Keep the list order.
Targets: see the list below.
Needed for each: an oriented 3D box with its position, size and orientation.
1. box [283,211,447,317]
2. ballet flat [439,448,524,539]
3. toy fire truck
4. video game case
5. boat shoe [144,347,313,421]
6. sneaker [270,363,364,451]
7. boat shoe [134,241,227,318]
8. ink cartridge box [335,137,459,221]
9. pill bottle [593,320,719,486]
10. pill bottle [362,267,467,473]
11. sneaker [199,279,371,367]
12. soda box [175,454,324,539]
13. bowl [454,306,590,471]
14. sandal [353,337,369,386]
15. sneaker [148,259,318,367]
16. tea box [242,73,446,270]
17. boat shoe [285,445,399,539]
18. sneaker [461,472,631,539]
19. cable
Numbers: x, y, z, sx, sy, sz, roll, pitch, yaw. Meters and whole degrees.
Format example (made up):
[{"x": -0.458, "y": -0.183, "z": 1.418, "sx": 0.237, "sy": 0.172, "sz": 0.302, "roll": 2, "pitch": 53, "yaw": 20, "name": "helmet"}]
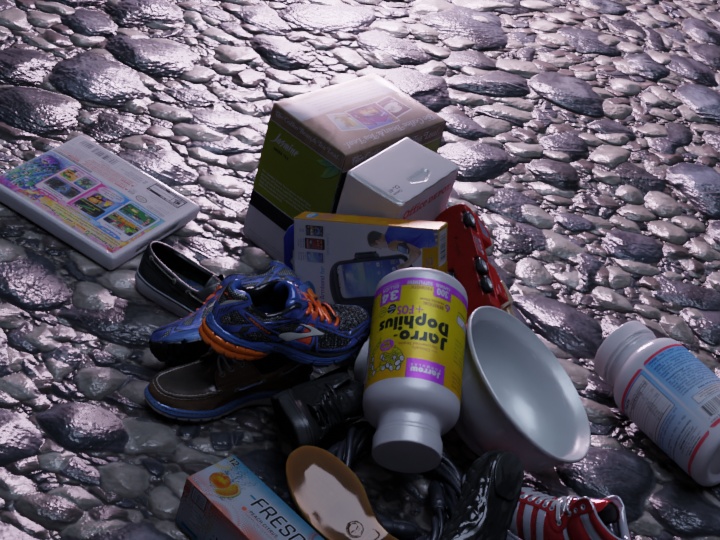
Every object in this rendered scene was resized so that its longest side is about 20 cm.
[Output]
[{"x": 0.000, "y": 0.000, "z": 1.786, "sx": 0.197, "sy": 0.121, "sz": 0.041, "roll": 4, "pitch": 15, "yaw": 18, "name": "box"}, {"x": 0.111, "y": 0.269, "z": 1.581, "sx": 0.066, "sy": 0.057, "sz": 0.201, "roll": 38, "pitch": 59, "yaw": -12, "name": "ballet flat"}, {"x": 0.156, "y": 0.032, "z": 1.875, "sx": 0.141, "sy": 0.048, "sz": 0.202, "roll": 36, "pitch": 34, "yaw": -51, "name": "toy fire truck"}, {"x": -0.329, "y": -0.088, "z": 1.953, "sx": 0.199, "sy": 0.024, "sz": 0.182, "roll": 31, "pitch": 35, "yaw": 17, "name": "video game case"}, {"x": -0.141, "y": 0.108, "z": 1.711, "sx": 0.198, "sy": 0.073, "sz": 0.072, "roll": -9, "pitch": 41, "yaw": -35, "name": "boat shoe"}, {"x": -0.037, "y": 0.141, "z": 1.661, "sx": 0.103, "sy": 0.061, "sz": 0.200, "roll": -17, "pitch": 6, "yaw": -9, "name": "sneaker"}, {"x": -0.173, "y": 0.031, "z": 1.822, "sx": 0.198, "sy": 0.057, "sz": 0.069, "roll": 26, "pitch": 33, "yaw": 12, "name": "boat shoe"}, {"x": 0.027, "y": -0.039, "z": 1.889, "sx": 0.085, "sy": 0.202, "sz": 0.147, "roll": 29, "pitch": 34, "yaw": 20, "name": "ink cartridge box"}, {"x": 0.370, "y": 0.152, "z": 1.861, "sx": 0.108, "sy": 0.110, "sz": 0.200, "roll": -11, "pitch": 43, "yaw": -37, "name": "pill bottle"}, {"x": 0.057, "y": 0.106, "z": 1.659, "sx": 0.103, "sy": 0.105, "sz": 0.202, "roll": 12, "pitch": 57, "yaw": -9, "name": "pill bottle"}, {"x": -0.070, "y": 0.051, "z": 1.678, "sx": 0.198, "sy": 0.079, "sz": 0.075, "roll": 1, "pitch": 34, "yaw": -34, "name": "sneaker"}, {"x": -0.088, "y": 0.268, "z": 1.510, "sx": 0.200, "sy": 0.064, "sz": 0.068, "roll": 39, "pitch": 39, "yaw": 28, "name": "soda box"}, {"x": 0.159, "y": 0.147, "z": 1.751, "sx": 0.200, "sy": 0.090, "sz": 0.202, "roll": 37, "pitch": 30, "yaw": -25, "name": "bowl"}, {"x": 0.026, "y": 0.075, "z": 1.848, "sx": 0.049, "sy": 0.083, "sz": 0.203, "roll": 0, "pitch": 26, "yaw": 23, "name": "sandal"}, {"x": -0.148, "y": 0.049, "z": 1.759, "sx": 0.198, "sy": 0.076, "sz": 0.079, "roll": -20, "pitch": 62, "yaw": -25, "name": "sneaker"}, {"x": -0.020, "y": -0.117, "z": 1.984, "sx": 0.133, "sy": 0.199, "sz": 0.199, "roll": 37, "pitch": 37, "yaw": 27, "name": "tea box"}, {"x": -0.009, "y": 0.262, "z": 1.535, "sx": 0.070, "sy": 0.071, "sz": 0.200, "roll": -28, "pitch": 64, "yaw": -24, "name": "boat shoe"}, {"x": 0.196, "y": 0.246, "z": 1.624, "sx": 0.200, "sy": 0.113, "sz": 0.071, "roll": 44, "pitch": 23, "yaw": 31, "name": "sneaker"}, {"x": 0.040, "y": 0.225, "z": 1.647, "sx": 0.162, "sy": 0.051, "sz": 0.199, "roll": 34, "pitch": 36, "yaw": 23, "name": "cable"}]
